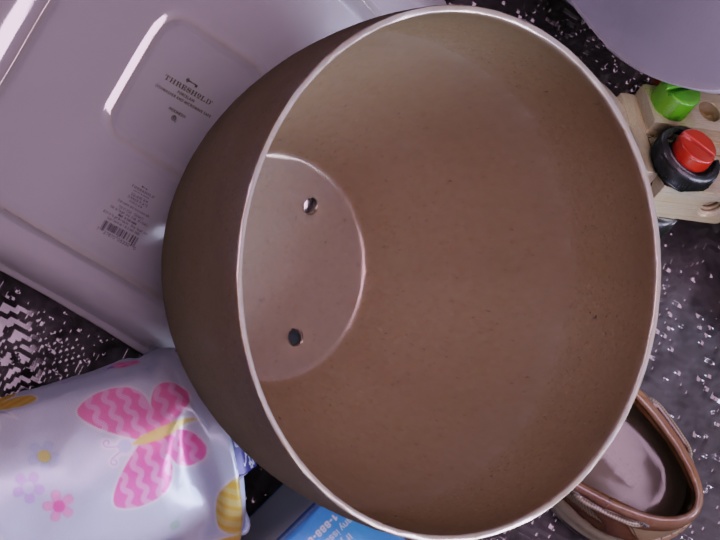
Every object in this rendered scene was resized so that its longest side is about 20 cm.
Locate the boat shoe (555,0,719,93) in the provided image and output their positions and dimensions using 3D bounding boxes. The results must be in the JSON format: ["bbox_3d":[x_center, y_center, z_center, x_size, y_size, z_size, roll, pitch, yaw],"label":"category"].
[{"bbox_3d":[0.103,-0.135,1.147,0.200,0.066,0.070,32,102,27],"label":"boat shoe"}]

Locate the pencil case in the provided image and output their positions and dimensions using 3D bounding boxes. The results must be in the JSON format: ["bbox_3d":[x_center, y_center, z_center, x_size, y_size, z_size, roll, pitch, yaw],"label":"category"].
[{"bbox_3d":[-0.145,0.098,1.090,0.200,0.083,0.091,-16,105,-17],"label":"pencil case"}]

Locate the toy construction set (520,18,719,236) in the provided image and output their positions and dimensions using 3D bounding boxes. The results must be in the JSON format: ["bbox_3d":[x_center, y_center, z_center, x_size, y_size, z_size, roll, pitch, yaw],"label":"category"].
[{"bbox_3d":[0.145,-0.072,1.173,0.200,0.092,0.131,-3,57,-16],"label":"toy construction set"}]

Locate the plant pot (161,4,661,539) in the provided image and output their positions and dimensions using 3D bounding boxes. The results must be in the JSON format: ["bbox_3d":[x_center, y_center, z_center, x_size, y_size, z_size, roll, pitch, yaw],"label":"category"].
[{"bbox_3d":[0.000,0.000,1.060,0.200,0.134,0.201,-1,92,-35],"label":"plant pot"}]

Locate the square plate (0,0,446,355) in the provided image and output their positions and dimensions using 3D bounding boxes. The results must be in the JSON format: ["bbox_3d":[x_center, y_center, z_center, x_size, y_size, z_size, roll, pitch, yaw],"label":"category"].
[{"bbox_3d":[-0.075,-0.071,1.103,0.200,0.028,0.198,32,87,-33],"label":"square plate"}]

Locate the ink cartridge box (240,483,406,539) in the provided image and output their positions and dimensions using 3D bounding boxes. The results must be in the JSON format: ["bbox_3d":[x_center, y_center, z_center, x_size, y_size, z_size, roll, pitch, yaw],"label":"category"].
[{"bbox_3d":[0.000,0.204,1.125,0.145,0.085,0.200,-44,100,-15],"label":"ink cartridge box"}]

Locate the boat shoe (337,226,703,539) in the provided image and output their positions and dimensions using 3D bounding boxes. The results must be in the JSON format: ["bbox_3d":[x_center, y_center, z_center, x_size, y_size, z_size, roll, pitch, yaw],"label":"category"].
[{"bbox_3d":[0.072,0.045,1.162,0.200,0.072,0.076,36,77,-10],"label":"boat shoe"}]
